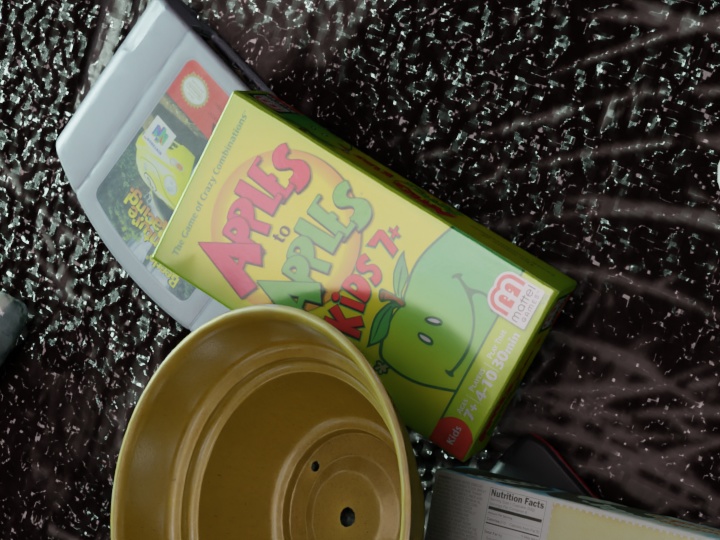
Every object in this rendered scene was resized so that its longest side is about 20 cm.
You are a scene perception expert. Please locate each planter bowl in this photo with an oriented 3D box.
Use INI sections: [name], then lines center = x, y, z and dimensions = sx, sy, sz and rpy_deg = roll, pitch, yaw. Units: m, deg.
[planter bowl]
center = -0.029, 0.122, 0.846
dimensions = 0.199, 0.083, 0.203
rpy_deg = -8, 77, 40

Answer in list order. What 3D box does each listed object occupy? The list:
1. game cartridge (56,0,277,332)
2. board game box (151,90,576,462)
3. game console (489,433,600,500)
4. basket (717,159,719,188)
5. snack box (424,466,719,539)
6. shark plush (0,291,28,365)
[game cartridge]
center = -0.091, -0.049, 0.972
dimensions = 0.200, 0.041, 0.134
rpy_deg = 47, 114, 25
[board game box]
center = 0.000, 0.000, 0.879
dimensions = 0.199, 0.048, 0.102
rpy_deg = 32, 105, 14
[game console]
center = 0.080, 0.212, 0.855
dimensions = 0.177, 0.031, 0.200
rpy_deg = 47, 109, 24
[basket]
center = 0.289, -0.034, 0.670
dimensions = 0.198, 0.160, 0.200
rpy_deg = -47, 67, 20
[snack box]
center = 0.117, 0.171, 0.800
dimensions = 0.198, 0.037, 0.118
rpy_deg = 11, 91, 33
[shark plush]
center = -0.272, 0.102, 1.056
dimensions = 0.082, 0.091, 0.202
rpy_deg = 18, 92, 0
